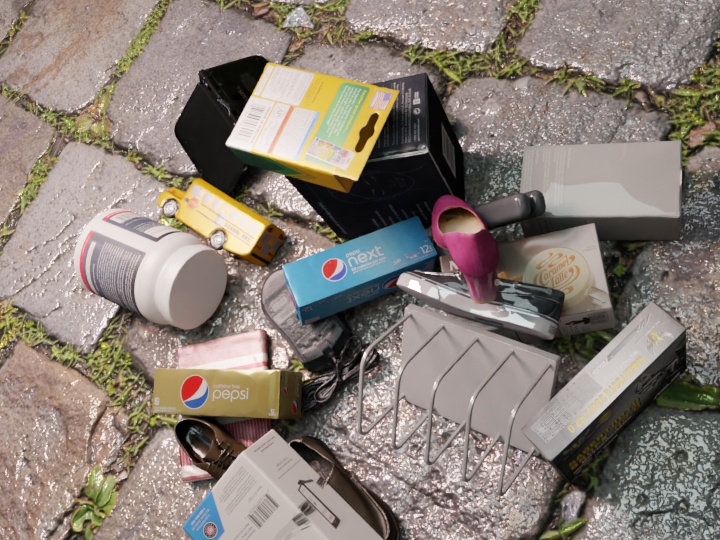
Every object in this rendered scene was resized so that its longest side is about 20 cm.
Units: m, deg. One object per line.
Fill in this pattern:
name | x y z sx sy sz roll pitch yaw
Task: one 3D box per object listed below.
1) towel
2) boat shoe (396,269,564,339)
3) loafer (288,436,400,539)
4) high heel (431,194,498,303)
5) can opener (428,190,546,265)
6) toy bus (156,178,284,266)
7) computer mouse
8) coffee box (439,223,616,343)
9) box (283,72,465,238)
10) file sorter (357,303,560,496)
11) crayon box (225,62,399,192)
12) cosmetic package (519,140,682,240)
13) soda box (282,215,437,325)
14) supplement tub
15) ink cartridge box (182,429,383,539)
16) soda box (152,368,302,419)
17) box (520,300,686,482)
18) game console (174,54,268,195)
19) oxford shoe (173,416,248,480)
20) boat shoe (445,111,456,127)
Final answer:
towel | -0.193 0.192 1.154 0.143 0.023 0.201 -13 67 15
boat shoe | 0.143 0.023 0.966 0.199 0.072 0.068 15 80 23
loafer | -0.034 0.286 1.021 0.200 0.071 0.073 38 86 30
high heel | 0.116 -0.056 0.943 0.067 0.096 0.201 -11 38 5
can opener | 0.159 -0.050 1.047 0.200 0.053 0.067 -15 87 57
toy bus | -0.217 -0.078 1.241 0.199 0.065 0.079 32 90 26
computer mouse | -0.069 0.086 1.135 0.138 0.053 0.201 -35 71 7
coffee box | 0.210 0.026 1.025 0.199 0.080 0.115 -11 66 17
box | 0.026 -0.147 1.102 0.195 0.200 0.125 -8 65 18
file sorter | 0.111 0.154 0.954 0.199 0.140 0.124 19 33 27
crayon box | -0.053 -0.175 1.000 0.199 0.052 0.126 19 76 28
cosmetic package | 0.308 -0.100 1.036 0.199 0.090 0.108 4 72 20
soda box | 0.000 0.000 1.094 0.199 0.064 0.068 -20 65 -9
supplement tub | -0.315 -0.003 1.214 0.199 0.140 0.141 21 78 28
ink cartridge box | -0.091 0.319 0.968 0.200 0.084 0.146 43 112 9
soda box | -0.180 0.166 1.097 0.199 0.068 0.065 -3 80 23
box | 0.278 0.142 0.906 0.200 0.158 0.048 -44 60 -1
game console | -0.196 -0.237 1.333 0.175 0.117 0.200 -23 58 -23
oxford shoe | -0.170 0.258 1.064 0.199 0.084 0.073 26 81 21
boat shoe | 0.048 -0.228 1.215 0.199 0.072 0.068 15 111 19
